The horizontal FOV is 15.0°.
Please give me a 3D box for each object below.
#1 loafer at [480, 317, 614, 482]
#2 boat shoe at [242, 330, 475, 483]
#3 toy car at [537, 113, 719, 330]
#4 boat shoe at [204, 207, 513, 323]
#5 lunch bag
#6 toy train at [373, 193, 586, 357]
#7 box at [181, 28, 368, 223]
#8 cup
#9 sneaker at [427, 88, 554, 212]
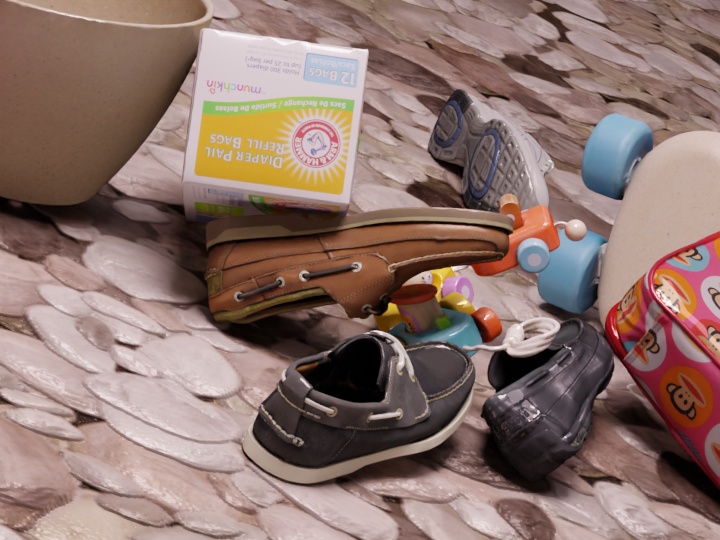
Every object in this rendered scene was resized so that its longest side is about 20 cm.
[{"bbox_3d":[0.119,0.069,1.778,0.070,0.068,0.201,49,21,-7],"label":"loafer"},{"bbox_3d":[0.012,0.071,1.637,0.072,0.068,0.200,30,26,28],"label":"boat shoe"},{"bbox_3d":[0.265,-0.010,2.053,0.184,0.177,0.200,22,4,24],"label":"toy car"},{"bbox_3d":[0.000,0.000,1.738,0.200,0.068,0.072,-4,-13,13],"label":"boat shoe"},{"bbox_3d":[0.280,0.065,1.854,0.176,0.082,0.200,-22,69,-42],"label":"lunch bag"},{"bbox_3d":[0.072,0.004,1.809,0.200,0.150,0.056,-80,147,-67],"label":"toy train"},{"bbox_3d":[-0.057,-0.086,1.797,0.112,0.102,0.200,7,-6,-1],"label":"box"},{"bbox_3d":[-0.209,-0.127,1.787,0.200,0.143,0.200,14,17,-4],"label":"cup"},{"bbox_3d":[0.123,-0.087,2.210,0.087,0.075,0.200,22,19,-22],"label":"sneaker"}]
